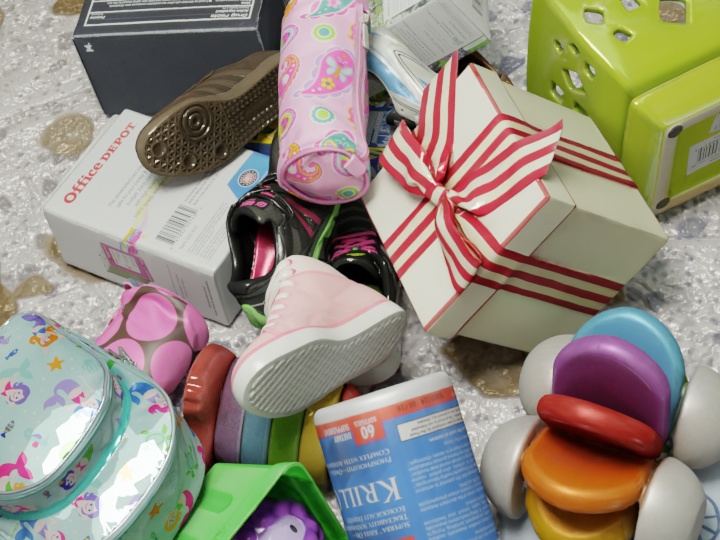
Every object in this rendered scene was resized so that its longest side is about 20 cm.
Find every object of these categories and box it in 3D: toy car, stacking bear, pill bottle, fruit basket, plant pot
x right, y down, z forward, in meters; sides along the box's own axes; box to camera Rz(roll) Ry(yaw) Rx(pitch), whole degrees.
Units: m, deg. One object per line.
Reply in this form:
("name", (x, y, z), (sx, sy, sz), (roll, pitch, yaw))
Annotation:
("toy car", (0.190, 0.115, 1.122), (0.174, 0.151, 0.201), (14, 55, 25))
("stacking bear", (-0.039, 0.131, 1.205), (0.198, 0.122, 0.114), (11, 28, 6))
("pill bottle", (0.043, 0.187, 1.098), (0.111, 0.112, 0.202), (-17, 85, -4))
("fruit basket", (-0.069, 0.264, 1.093), (0.214, 0.156, 0.217), (-17, 39, 14))
("plant pot", (0.282, -0.176, 1.332), (0.199, 0.200, 0.182), (-25, 59, -11))

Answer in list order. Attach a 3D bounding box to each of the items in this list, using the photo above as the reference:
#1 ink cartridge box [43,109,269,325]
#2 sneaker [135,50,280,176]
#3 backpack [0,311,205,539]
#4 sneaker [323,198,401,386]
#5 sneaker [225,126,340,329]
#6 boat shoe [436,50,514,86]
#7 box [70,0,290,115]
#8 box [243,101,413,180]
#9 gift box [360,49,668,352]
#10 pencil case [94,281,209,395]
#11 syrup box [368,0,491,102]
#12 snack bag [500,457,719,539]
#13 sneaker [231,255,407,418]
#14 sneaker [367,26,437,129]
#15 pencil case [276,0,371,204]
("ink cartridge box", (-0.178, -0.054, 1.384), (0.199, 0.085, 0.145), (21, 57, 22))
("sneaker", (-0.138, -0.148, 1.374), (0.199, 0.071, 0.075), (-31, 30, -30))
("backpack", (-0.226, 0.140, 1.110), (0.199, 0.151, 0.178), (29, 68, 24))
("sneaker", (0.000, 0.000, 1.308), (0.073, 0.088, 0.201), (-7, 52, 4))
("sneaker", (-0.070, -0.050, 1.272), (0.076, 0.084, 0.201), (-9, 58, 30))
("boat shoe", (0.124, -0.155, 1.418), (0.072, 0.068, 0.200), (-27, 53, -11))
("box", (-0.175, -0.274, 1.528), (0.198, 0.124, 0.200), (0, 51, 12))
("box", (-0.047, -0.123, 1.422), (0.198, 0.070, 0.065), (5, 52, 14))
("gift box", (0.125, -0.062, 1.224), (0.200, 0.186, 0.185), (-54, 45, 25))
("pencil case", (-0.221, 0.106, 1.269), (0.093, 0.091, 0.201), (36, 61, -3))
("syrup box", (0.025, -0.230, 1.435), (0.199, 0.081, 0.079), (-26, 44, 30))
("snack bag", (0.200, 0.230, 1.138), (0.198, 0.021, 0.190), (-2, 52, 12))
("sneaker", (-0.057, 0.048, 1.160), (0.104, 0.076, 0.200), (35, 32, 24))
("sneaker", (0.072, -0.148, 1.353), (0.199, 0.072, 0.073), (36, 94, 8))
("pencil case", (-0.029, -0.156, 1.272), (0.087, 0.088, 0.201), (-4, 55, 7))
